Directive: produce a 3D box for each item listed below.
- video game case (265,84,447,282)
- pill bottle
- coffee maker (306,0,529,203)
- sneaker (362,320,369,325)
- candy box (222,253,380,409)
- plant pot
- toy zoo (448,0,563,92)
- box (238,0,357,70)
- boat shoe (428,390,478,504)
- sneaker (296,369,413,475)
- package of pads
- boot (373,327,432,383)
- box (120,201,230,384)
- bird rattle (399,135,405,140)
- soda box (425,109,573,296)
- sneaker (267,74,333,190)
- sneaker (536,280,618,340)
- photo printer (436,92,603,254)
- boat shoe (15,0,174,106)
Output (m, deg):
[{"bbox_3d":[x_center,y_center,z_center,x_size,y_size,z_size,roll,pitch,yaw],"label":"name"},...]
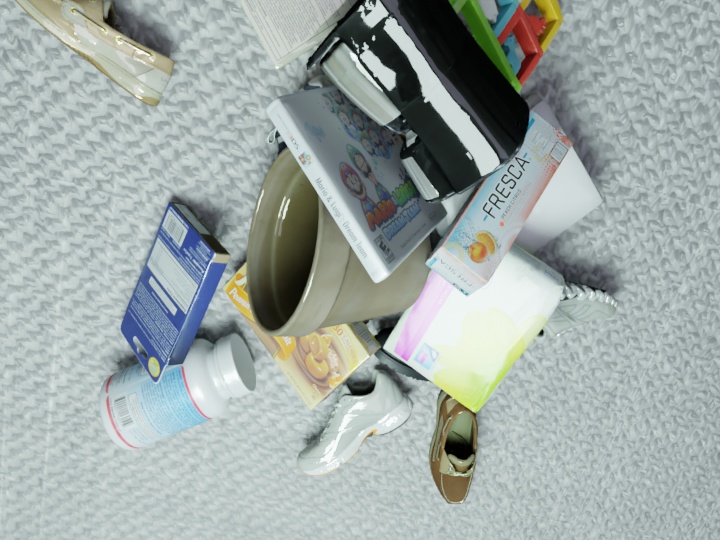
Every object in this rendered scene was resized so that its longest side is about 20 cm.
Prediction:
[{"bbox_3d":[0.009,-0.104,0.606,0.023,0.200,0.185,-30,95,31],"label":"video game case"},{"bbox_3d":[-0.249,0.164,0.827,0.194,0.109,0.111,-22,111,5],"label":"pill bottle"},{"bbox_3d":[0.073,-0.184,0.565,0.200,0.190,0.136,43,66,-19],"label":"coffee maker"},{"bbox_3d":[0.000,0.000,0.810,0.198,0.076,0.117,-37,97,8],"label":"sneaker"},{"bbox_3d":[-0.078,0.060,0.778,0.115,0.055,0.202,-41,81,19],"label":"candy box"},{"bbox_3d":[-0.017,-0.022,0.674,0.169,0.200,0.205,9,113,-29],"label":"plant pot"},{"bbox_3d":[0.168,-0.290,0.663,0.132,0.020,0.202,49,64,-30],"label":"toy zoo"},{"bbox_3d":[-0.034,-0.322,0.669,0.196,0.078,0.097,-28,111,7],"label":"box"},{"bbox_3d":[0.145,0.278,0.913,0.073,0.074,0.207,-4,111,-1],"label":"boat shoe"},{"bbox_3d":[-0.022,0.219,0.889,0.197,0.076,0.093,-35,102,2],"label":"sneaker"},{"bbox_3d":[0.140,0.055,0.737,0.152,0.068,0.204,32,112,7],"label":"package of pads"},{"bbox_3d":[0.128,0.079,0.837,0.193,0.074,0.166,22,110,-19],"label":"boot"},{"bbox_3d":[-0.247,0.031,0.778,0.032,0.121,0.204,5,119,-53],"label":"box"},{"bbox_3d":[0.068,-0.206,0.691,0.161,0.114,0.201,-35,116,15],"label":"bird rattle"},{"bbox_3d":[0.153,-0.075,0.657,0.063,0.069,0.202,36,72,1],"label":"soda box"},{"bbox_3d":[-0.037,-0.123,0.750,0.128,0.081,0.200,-33,119,19],"label":"sneaker"},{"bbox_3d":[0.270,0.053,0.811,0.194,0.075,0.084,8,93,-27],"label":"sneaker"},{"bbox_3d":[0.188,-0.097,0.769,0.197,0.070,0.168,-35,103,10],"label":"photo printer"},{"bbox_3d":[-0.302,-0.276,0.680,0.198,0.074,0.070,36,94,-17],"label":"boat shoe"}]
